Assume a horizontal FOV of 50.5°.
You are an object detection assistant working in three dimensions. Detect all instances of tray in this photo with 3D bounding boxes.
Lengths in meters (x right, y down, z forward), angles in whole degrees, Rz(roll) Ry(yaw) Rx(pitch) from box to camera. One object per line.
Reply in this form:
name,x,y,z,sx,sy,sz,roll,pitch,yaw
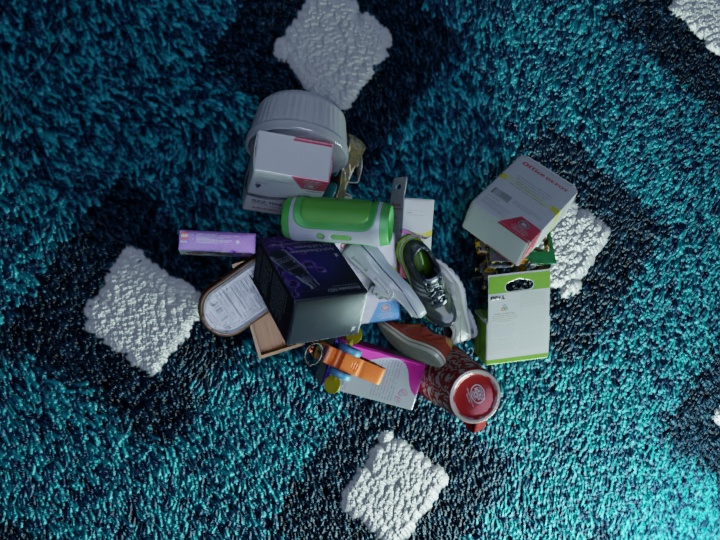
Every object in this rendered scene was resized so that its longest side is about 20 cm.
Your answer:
tray,-0.188,0.069,1.559,0.098,0.037,0.201,-16,97,-10

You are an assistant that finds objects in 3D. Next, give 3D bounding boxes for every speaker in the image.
speaker,-0.042,-0.091,1.408,0.198,0.088,0.089,5,94,10

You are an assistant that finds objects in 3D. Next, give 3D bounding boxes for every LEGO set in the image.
LEGO set,0.322,-0.043,1.639,0.199,0.116,0.155,-8,67,-15

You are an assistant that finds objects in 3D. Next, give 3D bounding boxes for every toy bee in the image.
toy bee,-0.047,0.158,1.473,0.131,0.108,0.200,-48,126,-14

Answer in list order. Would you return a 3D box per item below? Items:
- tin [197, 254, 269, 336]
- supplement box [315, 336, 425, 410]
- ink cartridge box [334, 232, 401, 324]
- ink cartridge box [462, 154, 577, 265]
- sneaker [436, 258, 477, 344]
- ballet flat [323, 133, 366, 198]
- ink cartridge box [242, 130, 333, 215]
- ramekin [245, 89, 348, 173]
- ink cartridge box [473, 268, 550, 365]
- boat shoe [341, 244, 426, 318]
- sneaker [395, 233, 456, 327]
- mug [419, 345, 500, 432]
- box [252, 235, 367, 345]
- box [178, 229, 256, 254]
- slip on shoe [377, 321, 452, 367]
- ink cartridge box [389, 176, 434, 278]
tin,-0.228,0.050,1.513,0.199,0.042,0.112,-36,105,-7
supplement box,0.020,0.207,1.582,0.199,0.103,0.102,18,90,-11
ink cartridge box,0.000,0.000,1.546,0.128,0.125,0.202,-5,95,-12
ink cartridge box,0.328,-0.127,1.561,0.145,0.084,0.200,37,56,18
sneaker,0.180,0.070,1.612,0.082,0.075,0.201,-28,101,-18
ballet flat,-0.038,-0.176,1.557,0.070,0.071,0.201,19,91,-13
ink cartridge box,-0.143,-0.176,1.456,0.145,0.200,0.085,8,73,-12
ramekin,-0.117,-0.265,1.467,0.201,0.202,0.095,9,72,-13
ink cartridge box,0.324,0.089,1.629,0.147,0.076,0.201,-6,108,-12
boat shoe,0.042,0.022,1.463,0.067,0.074,0.200,-39,89,-4
sneaker,0.132,0.027,1.483,0.074,0.081,0.201,-31,105,-6
mug,0.219,0.246,1.578,0.177,0.200,0.134,36,86,-12
box,-0.097,0.029,1.414,0.147,0.200,0.105,-7,129,-28
box,-0.273,-0.049,1.446,0.136,0.200,0.039,3,88,-13
slip on shoe,0.110,0.138,1.558,0.061,0.199,0.074,-46,127,-21
ink cartridge box,0.101,-0.089,1.564,0.067,0.116,0.202,2,96,-13
